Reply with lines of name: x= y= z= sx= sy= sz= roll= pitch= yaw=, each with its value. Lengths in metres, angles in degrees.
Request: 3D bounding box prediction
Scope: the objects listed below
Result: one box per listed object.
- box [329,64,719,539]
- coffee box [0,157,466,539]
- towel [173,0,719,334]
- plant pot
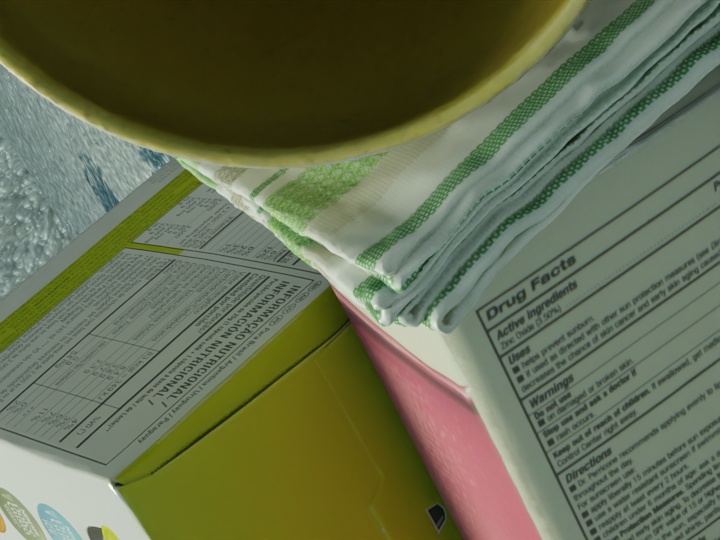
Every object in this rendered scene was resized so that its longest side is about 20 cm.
box: x=0.086 y=0.036 z=0.601 sx=0.200 sy=0.128 sz=0.109 roll=63 pitch=166 yaw=-25
coffee box: x=-0.031 y=0.080 z=0.726 sx=0.197 sy=0.200 sz=0.200 roll=7 pitch=132 yaw=52
towel: x=0.027 y=-0.058 z=0.556 sx=0.031 sy=0.149 sz=0.200 roll=52 pitch=172 yaw=-24
plant pot: x=-0.022 y=-0.145 z=0.502 sx=0.201 sy=0.199 sz=0.142 roll=61 pitch=-168 yaw=-17
